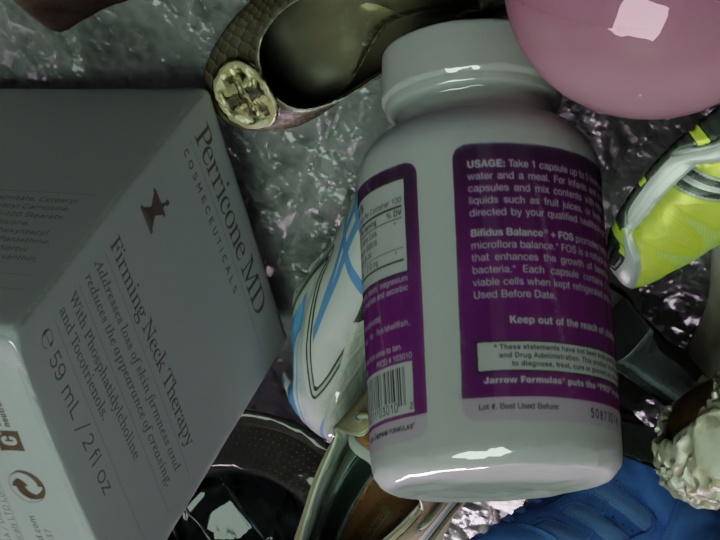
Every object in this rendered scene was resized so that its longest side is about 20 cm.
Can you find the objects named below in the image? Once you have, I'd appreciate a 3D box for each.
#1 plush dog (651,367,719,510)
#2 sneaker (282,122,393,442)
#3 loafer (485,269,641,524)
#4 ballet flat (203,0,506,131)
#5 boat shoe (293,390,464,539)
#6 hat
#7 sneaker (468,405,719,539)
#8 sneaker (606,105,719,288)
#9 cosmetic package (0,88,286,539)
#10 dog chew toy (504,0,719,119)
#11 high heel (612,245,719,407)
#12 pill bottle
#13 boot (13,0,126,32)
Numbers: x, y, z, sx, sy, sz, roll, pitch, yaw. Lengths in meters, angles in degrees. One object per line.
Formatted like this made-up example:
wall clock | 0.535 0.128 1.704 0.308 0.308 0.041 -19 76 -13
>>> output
plush dog | 0.258 0.082 0.880 0.199 0.172 0.161 -34 83 22
sneaker | 0.000 0.000 0.967 0.072 0.072 0.201 37 126 30
loafer | 0.099 0.088 0.998 0.071 0.063 0.201 14 128 6
ballet flat | 0.002 -0.115 0.891 0.199 0.046 0.068 -22 115 29
boat shoe | 0.027 0.088 0.948 0.075 0.068 0.201 33 110 25
hat | -0.065 0.152 1.079 0.199 0.081 0.202 5 111 14
sneaker | 0.088 0.117 0.907 0.198 0.112 0.077 2 159 -20
sneaker | 0.194 -0.049 0.825 0.200 0.075 0.077 -38 81 20
cosmetic package | -0.164 0.029 0.939 0.165 0.200 0.168 2 128 25
dog chew toy | 0.120 -0.167 0.775 0.123 0.125 0.201 5 119 13
high heel | 0.222 0.006 0.922 0.200 0.072 0.142 -39 137 18
pill bottle | 0.055 -0.004 0.843 0.111 0.202 0.112 -2 165 -1
boot | -0.128 -0.182 0.836 0.165 0.073 0.200 -14 144 26
